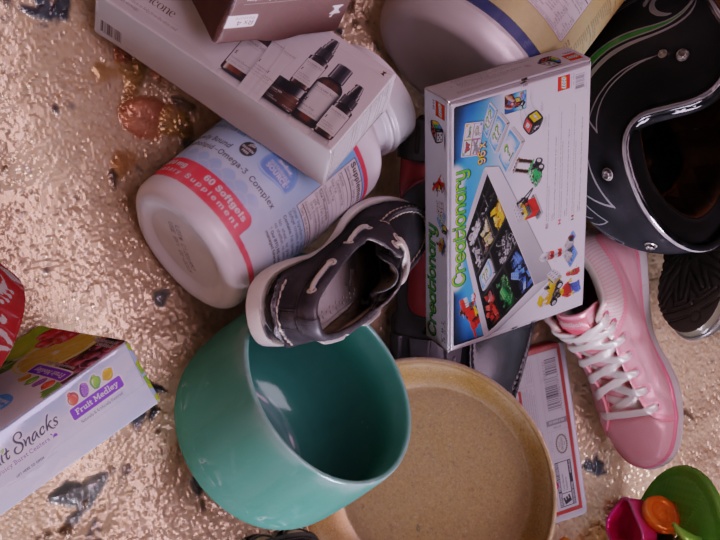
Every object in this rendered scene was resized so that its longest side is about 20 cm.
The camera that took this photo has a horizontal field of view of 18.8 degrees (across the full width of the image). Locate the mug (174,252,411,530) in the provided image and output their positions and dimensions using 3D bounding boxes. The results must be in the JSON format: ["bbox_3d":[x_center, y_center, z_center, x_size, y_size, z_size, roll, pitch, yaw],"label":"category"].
[{"bbox_3d":[-0.051,0.096,1.548,0.152,0.114,0.185,46,38,-10],"label":"mug"}]

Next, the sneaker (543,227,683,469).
[{"bbox_3d":[0.192,0.066,1.718,0.104,0.075,0.202,-13,92,-55],"label":"sneaker"}]

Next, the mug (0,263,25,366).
[{"bbox_3d":[-0.336,0.008,1.385,0.200,0.177,0.134,36,37,-33],"label":"mug"}]

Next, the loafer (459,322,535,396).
[{"bbox_3d":[0.107,0.015,1.669,0.068,0.070,0.203,10,80,-31],"label":"loafer"}]

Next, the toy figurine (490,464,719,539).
[{"bbox_3d":[0.174,0.236,1.667,0.182,0.151,0.201,9,46,-23],"label":"toy figurine"}]

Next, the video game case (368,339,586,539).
[{"bbox_3d":[0.088,0.146,1.703,0.199,0.017,0.144,-14,99,-32],"label":"video game case"}]

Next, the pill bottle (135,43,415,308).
[{"bbox_3d":[-0.056,-0.072,1.548,0.200,0.108,0.109,-41,112,-25],"label":"pill bottle"}]

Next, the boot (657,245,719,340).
[{"bbox_3d":[0.327,0.040,1.792,0.200,0.072,0.183,46,33,-28],"label":"boot"}]

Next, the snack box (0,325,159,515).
[{"bbox_3d":[-0.247,0.112,1.413,0.199,0.142,0.053,-36,110,-26],"label":"snack box"}]

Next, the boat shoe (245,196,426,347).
[{"bbox_3d":[0.000,0.000,1.512,0.200,0.060,0.075,-27,114,-51],"label":"boat shoe"}]

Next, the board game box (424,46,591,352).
[{"bbox_3d":[0.106,-0.051,1.570,0.125,0.035,0.202,-17,123,-28],"label":"board game box"}]

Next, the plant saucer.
[{"bbox_3d":[0.051,0.161,1.612,0.035,0.198,0.202,-23,109,-73],"label":"plant saucer"}]

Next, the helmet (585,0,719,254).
[{"bbox_3d":[0.240,-0.116,1.688,0.200,0.201,0.190,37,114,-28],"label":"helmet"}]

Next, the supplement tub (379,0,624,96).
[{"bbox_3d":[0.123,-0.220,1.636,0.145,0.144,0.200,47,68,-25],"label":"supplement tub"}]

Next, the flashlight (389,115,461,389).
[{"bbox_3d":[0.057,-0.014,1.628,0.067,0.068,0.202,2,97,3],"label":"flashlight"}]

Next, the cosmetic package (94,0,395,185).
[{"bbox_3d":[-0.080,-0.152,1.496,0.199,0.051,0.083,34,61,10],"label":"cosmetic package"}]

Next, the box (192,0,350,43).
[{"bbox_3d":[-0.087,-0.254,1.481,0.099,0.075,0.201,-11,60,-32],"label":"box"}]

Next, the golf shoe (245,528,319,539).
[{"bbox_3d":[-0.096,0.239,1.545,0.199,0.094,0.078,-25,106,-28],"label":"golf shoe"}]
